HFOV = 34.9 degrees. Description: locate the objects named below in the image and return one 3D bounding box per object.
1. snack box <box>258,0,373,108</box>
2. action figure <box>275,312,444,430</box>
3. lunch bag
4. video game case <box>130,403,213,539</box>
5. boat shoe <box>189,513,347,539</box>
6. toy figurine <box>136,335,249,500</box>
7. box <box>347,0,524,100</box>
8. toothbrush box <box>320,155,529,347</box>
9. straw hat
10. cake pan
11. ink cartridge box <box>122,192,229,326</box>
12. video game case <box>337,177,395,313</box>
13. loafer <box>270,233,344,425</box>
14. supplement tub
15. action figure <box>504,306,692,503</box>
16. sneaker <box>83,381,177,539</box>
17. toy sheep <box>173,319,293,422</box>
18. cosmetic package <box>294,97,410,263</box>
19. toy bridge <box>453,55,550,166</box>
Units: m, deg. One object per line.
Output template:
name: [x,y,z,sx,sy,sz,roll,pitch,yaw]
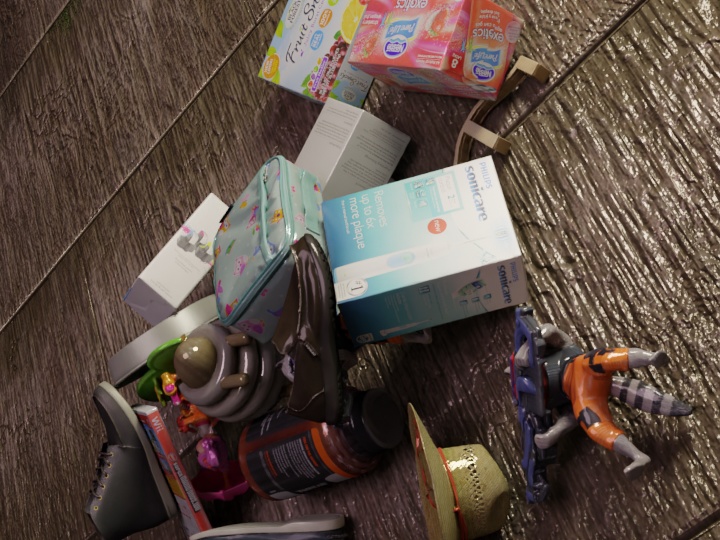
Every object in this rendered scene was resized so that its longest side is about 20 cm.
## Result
snack box: [-0.036,-0.326,1.541,0.168,0.067,0.201,30,97,47]
action figure: [-0.004,0.091,1.294,0.192,0.105,0.201,-23,56,17]
lunch bag: [-0.104,-0.033,1.315,0.161,0.077,0.201,-52,29,28]
video game case: [-0.240,0.266,1.468,0.201,0.017,0.143,66,159,-5]
boat shoe: [-0.109,0.329,1.359,0.198,0.075,0.062,-8,85,12]
toy figurine: [-0.193,0.201,1.463,0.149,0.200,0.185,-21,67,-7]
box: [0.085,-0.270,1.358,0.200,0.094,0.103,21,91,56]
toothbrush box: [0.068,-0.021,1.236,0.198,0.086,0.147,-14,51,5]
straw hat: [0.109,0.228,1.180,0.084,0.202,0.202,-11,60,-4]
cake pan: [-0.257,0.093,1.539,0.200,0.200,0.037,-34,87,33]
ink cartridge box: [-0.225,-0.026,1.543,0.200,0.068,0.115,-53,7,-27]
video game case: [0.000,0.000,1.427,0.200,0.018,0.144,-47,48,25]
loafer: [-0.060,0.063,1.187,0.071,0.073,0.202,-5,89,2]
supplement tub: [-0.044,0.199,1.339,0.199,0.106,0.108,-25,59,38]
action figure: [0.215,0.135,1.117,0.193,0.104,0.202,23,119,54]
sneaker: [-0.319,0.250,1.463,0.201,0.106,0.075,66,159,-6]
toy sheep: [-0.143,0.119,1.371,0.137,0.199,0.139,-17,63,37]
cosmetic package: [-0.036,-0.104,1.429,0.201,0.084,0.107,-63,32,4]
toy bridge: [0.145,-0.154,1.323,0.067,0.027,0.201,39,105,48]
